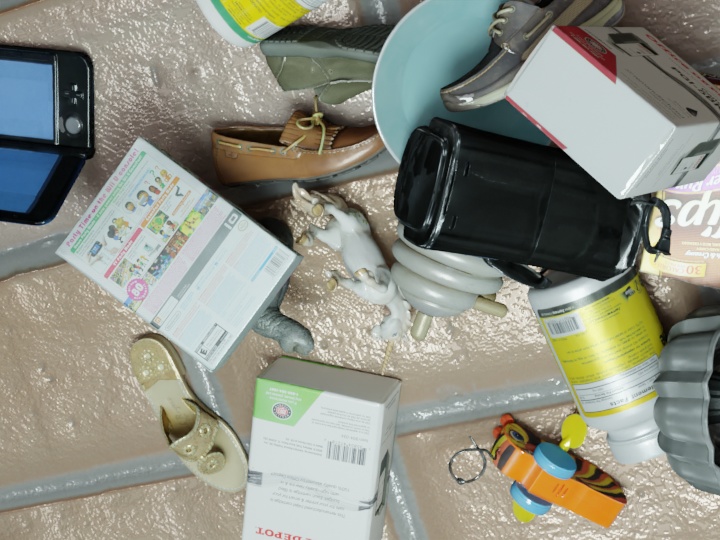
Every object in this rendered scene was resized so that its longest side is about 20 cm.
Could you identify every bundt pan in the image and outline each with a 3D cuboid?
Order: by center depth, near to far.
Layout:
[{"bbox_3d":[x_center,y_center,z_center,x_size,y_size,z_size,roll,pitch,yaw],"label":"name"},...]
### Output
[{"bbox_3d":[0.349,0.124,1.434,0.076,0.202,0.202,0,107,40],"label":"bundt pan"}]

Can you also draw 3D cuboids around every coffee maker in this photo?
[{"bbox_3d":[0.151,-0.069,1.344,0.200,0.192,0.135,9,77,-20],"label":"coffee maker"}]

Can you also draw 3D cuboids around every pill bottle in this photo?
[{"bbox_3d":[-0.063,-0.315,1.461,0.200,0.113,0.113,-27,97,22],"label":"pill bottle"},{"bbox_3d":[0.257,0.087,1.484,0.112,0.112,0.200,-22,99,21],"label":"pill bottle"}]

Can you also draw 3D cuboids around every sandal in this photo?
[{"bbox_3d":[-0.205,0.175,1.666,0.078,0.070,0.212,-28,96,21],"label":"sandal"}]

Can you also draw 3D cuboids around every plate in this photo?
[{"bbox_3d":[0.104,-0.175,1.415,0.200,0.026,0.200,-5,109,-15],"label":"plate"}]

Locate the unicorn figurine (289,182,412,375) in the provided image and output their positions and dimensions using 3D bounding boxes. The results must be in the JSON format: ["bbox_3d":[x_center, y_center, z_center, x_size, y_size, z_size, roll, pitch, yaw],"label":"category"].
[{"bbox_3d":[0.000,0.000,1.529,0.074,0.137,0.200,-20,75,24],"label":"unicorn figurine"}]

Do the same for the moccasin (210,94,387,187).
[{"bbox_3d":[-0.062,-0.137,1.538,0.201,0.074,0.078,-2,113,27],"label":"moccasin"}]

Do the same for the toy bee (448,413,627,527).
[{"bbox_3d":[0.185,0.195,1.554,0.131,0.109,0.200,-40,117,14],"label":"toy bee"}]

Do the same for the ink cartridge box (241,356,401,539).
[{"bbox_3d":[-0.044,0.211,1.622,0.145,0.084,0.200,11,108,13],"label":"ink cartridge box"}]

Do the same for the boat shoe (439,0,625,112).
[{"bbox_3d":[0.150,-0.218,1.370,0.200,0.074,0.073,-35,103,-13],"label":"boat shoe"}]

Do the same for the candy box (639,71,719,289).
[{"bbox_3d":[0.351,-0.084,1.438,0.117,0.056,0.200,13,110,12],"label":"candy box"}]

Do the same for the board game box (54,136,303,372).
[{"bbox_3d":[-0.180,-0.016,1.480,0.200,0.064,0.148,37,94,3],"label":"board game box"}]

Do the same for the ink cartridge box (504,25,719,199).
[{"bbox_3d":[0.244,-0.147,1.324,0.147,0.200,0.083,44,118,19],"label":"ink cartridge box"}]

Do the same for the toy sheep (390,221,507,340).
[{"bbox_3d":[0.097,-0.019,1.492,0.138,0.138,0.200,21,99,9],"label":"toy sheep"}]

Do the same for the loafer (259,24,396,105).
[{"bbox_3d":[-0.011,-0.206,1.489,0.200,0.075,0.070,12,124,37],"label":"loafer"}]

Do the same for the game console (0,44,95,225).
[{"bbox_3d":[-0.403,-0.153,1.603,0.200,0.118,0.171,7,108,14],"label":"game console"}]

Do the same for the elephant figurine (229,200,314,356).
[{"bbox_3d":[-0.131,-0.011,1.562,0.200,0.142,0.155,2,121,22],"label":"elephant figurine"}]
